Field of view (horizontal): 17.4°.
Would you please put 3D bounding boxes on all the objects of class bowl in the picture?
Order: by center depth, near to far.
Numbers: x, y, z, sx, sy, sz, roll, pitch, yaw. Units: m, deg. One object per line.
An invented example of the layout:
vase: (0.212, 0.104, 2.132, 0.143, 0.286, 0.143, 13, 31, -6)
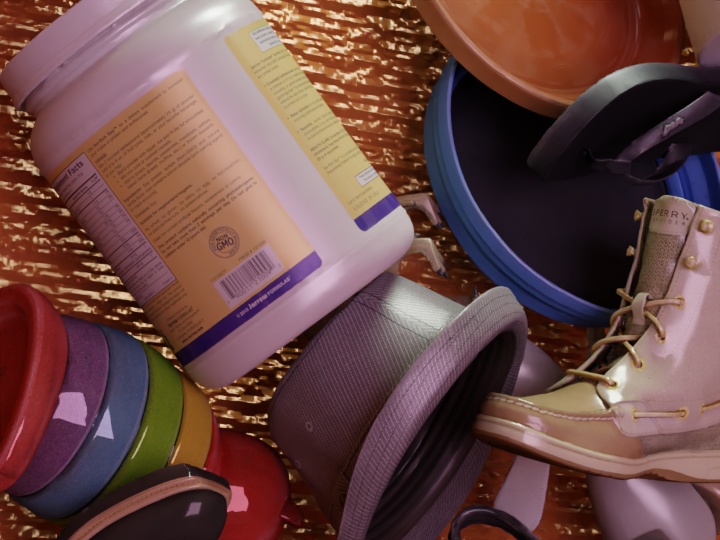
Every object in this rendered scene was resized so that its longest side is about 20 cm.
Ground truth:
bowl: (0.124, -0.058, 1.380, 0.200, 0.039, 0.201, 16, 58, -26)

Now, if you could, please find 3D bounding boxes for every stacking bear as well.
stacking bear: (-0.122, 0.098, 1.239, 0.200, 0.121, 0.114, 31, 70, -32)

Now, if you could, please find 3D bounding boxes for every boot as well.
boot: (-0.120, 0.205, 1.164, 0.077, 0.139, 0.200, 25, 117, -42)
boot: (0.149, 0.034, 1.284, 0.199, 0.072, 0.155, 7, 96, -41)

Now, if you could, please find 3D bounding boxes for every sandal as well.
sandal: (0.180, -0.083, 1.350, 0.200, 0.076, 0.043, -13, 56, -38)

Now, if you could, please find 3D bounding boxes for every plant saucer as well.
plant saucer: (0.103, -0.175, 1.383, 0.200, 0.032, 0.201, 16, 57, -25)

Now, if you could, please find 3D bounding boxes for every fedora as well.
fedora: (0.010, 0.076, 1.264, 0.090, 0.200, 0.177, 33, 59, 17)

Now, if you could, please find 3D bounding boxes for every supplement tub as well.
supplement tub: (-0.082, -0.055, 1.234, 0.145, 0.145, 0.200, -36, 91, -25)

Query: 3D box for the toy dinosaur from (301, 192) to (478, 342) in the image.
toy dinosaur: (0.000, 0.000, 1.319, 0.101, 0.058, 0.200, -24, 105, 17)

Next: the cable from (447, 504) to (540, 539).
cable: (0.119, 0.190, 1.348, 0.199, 0.050, 0.098, 6, 74, 0)

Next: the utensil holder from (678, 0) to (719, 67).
utensil holder: (0.253, -0.233, 1.396, 0.169, 0.170, 0.201, -4, 74, -28)

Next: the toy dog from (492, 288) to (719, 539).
toy dog: (0.138, 0.122, 1.391, 0.132, 0.096, 0.200, -29, 87, -39)
